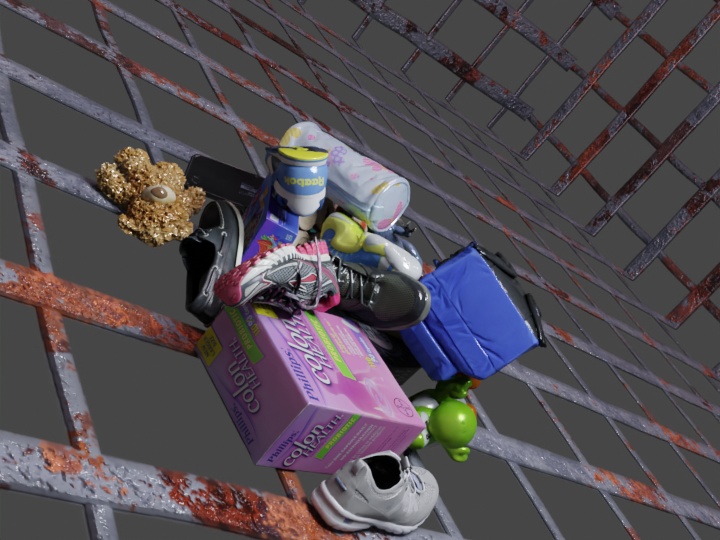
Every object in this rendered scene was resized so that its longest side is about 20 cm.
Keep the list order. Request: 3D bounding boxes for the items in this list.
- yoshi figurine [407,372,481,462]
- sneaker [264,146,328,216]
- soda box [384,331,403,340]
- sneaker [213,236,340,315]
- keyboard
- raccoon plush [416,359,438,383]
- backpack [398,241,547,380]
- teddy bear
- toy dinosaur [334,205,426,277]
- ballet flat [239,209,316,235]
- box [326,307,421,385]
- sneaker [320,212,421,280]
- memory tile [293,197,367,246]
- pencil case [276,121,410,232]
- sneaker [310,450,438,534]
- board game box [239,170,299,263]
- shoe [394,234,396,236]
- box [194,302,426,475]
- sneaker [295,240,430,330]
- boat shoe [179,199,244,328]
[{"bbox_3d":[0.122,0.191,1.326,0.112,0.112,0.200,50,23,8],"label":"yoshi figurine"},{"bbox_3d":[-0.082,-0.116,1.269,0.074,0.082,0.200,-2,10,-6],"label":"sneaker"},{"bbox_3d":[0.062,0.053,1.425,0.200,0.064,0.068,27,28,-39],"label":"soda box"},{"bbox_3d":[-0.079,0.014,1.082,0.200,0.081,0.075,-13,78,-61],"label":"sneaker"},{"bbox_3d":[-0.165,-0.095,1.467,0.200,0.021,0.127,20,45,-8],"label":"keyboard"},{"bbox_3d":[0.154,0.093,1.558,0.097,0.134,0.200,33,20,-18],"label":"raccoon plush"},{"bbox_3d":[0.142,0.053,1.324,0.163,0.168,0.200,62,14,2],"label":"backpack"},{"bbox_3d":[-0.267,-0.107,1.307,0.145,0.067,0.200,34,19,-11],"label":"teddy bear"},{"bbox_3d":[0.026,-0.032,1.489,0.182,0.105,0.200,57,-3,-6],"label":"toy dinosaur"},{"bbox_3d":[-0.099,-0.070,1.540,0.200,0.070,0.067,11,71,-17],"label":"ballet flat"},{"bbox_3d":[-0.021,0.083,1.367,0.200,0.044,0.160,10,40,-57],"label":"box"},{"bbox_3d":[0.000,0.000,1.319,0.076,0.105,0.200,28,4,-35],"label":"sneaker"},{"bbox_3d":[-0.045,-0.027,1.456,0.017,0.154,0.200,7,0,33],"label":"memory tile"},{"bbox_3d":[-0.026,-0.131,1.394,0.200,0.083,0.091,34,21,27],"label":"pencil case"},{"bbox_3d":[0.036,0.235,1.089,0.075,0.082,0.200,50,21,26],"label":"sneaker"},{"bbox_3d":[-0.131,-0.042,1.312,0.045,0.135,0.200,29,21,-14],"label":"board game box"},{"bbox_3d":[0.060,0.019,1.613,0.071,0.091,0.200,18,29,-49],"label":"shoe"},{"bbox_3d":[-0.055,0.130,1.129,0.200,0.097,0.176,19,28,-46],"label":"box"},{"bbox_3d":[-0.018,0.019,1.209,0.199,0.076,0.114,20,2,31],"label":"sneaker"},{"bbox_3d":[-0.187,-0.017,1.218,0.066,0.074,0.200,24,46,-33],"label":"boat shoe"}]
